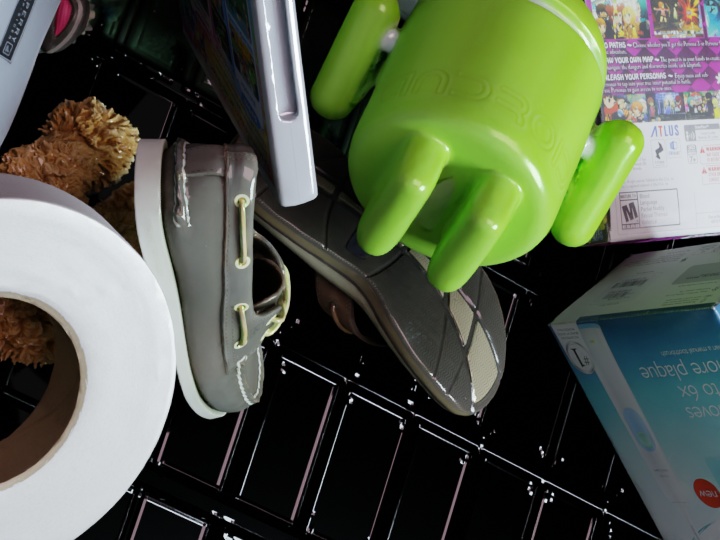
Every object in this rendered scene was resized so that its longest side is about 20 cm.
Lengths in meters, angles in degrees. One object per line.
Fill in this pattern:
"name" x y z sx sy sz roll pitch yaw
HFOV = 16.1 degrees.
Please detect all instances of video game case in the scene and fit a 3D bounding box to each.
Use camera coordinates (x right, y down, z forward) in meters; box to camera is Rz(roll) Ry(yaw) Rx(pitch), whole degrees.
"video game case" 0.206 -0.110 1.555 0.200 0.036 0.181 -6 88 -36
"video game case" -0.066 -0.156 1.239 0.024 0.200 0.182 -14 124 -12

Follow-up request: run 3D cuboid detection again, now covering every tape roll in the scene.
"tape roll" -0.185 0.053 1.189 0.203 0.037 0.203 -12 119 -23

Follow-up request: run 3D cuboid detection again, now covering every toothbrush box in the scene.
"toothbrush box" 0.223 0.088 1.477 0.085 0.146 0.200 -39 108 -31

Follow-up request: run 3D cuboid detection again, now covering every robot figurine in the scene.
"robot figurine" 0.065 -0.084 1.360 0.175 0.116 0.200 26 51 -3

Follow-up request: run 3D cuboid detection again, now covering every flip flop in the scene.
"flip flop" 0.000 0.000 1.387 0.200 0.058 0.081 41 53 -7

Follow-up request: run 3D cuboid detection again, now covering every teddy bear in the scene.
"teddy bear" -0.171 -0.011 1.256 0.200 0.067 0.145 -14 91 -36

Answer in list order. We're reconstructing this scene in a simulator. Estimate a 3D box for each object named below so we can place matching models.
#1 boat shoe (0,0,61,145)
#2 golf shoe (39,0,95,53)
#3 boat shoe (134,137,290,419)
"boat shoe" -0.200 -0.110 1.204 0.074 0.068 0.199 32 79 -63
"golf shoe" -0.166 -0.210 1.280 0.088 0.077 0.200 15 76 -26
"boat shoe" -0.067 0.008 1.269 0.202 0.060 0.072 79 9 -52
